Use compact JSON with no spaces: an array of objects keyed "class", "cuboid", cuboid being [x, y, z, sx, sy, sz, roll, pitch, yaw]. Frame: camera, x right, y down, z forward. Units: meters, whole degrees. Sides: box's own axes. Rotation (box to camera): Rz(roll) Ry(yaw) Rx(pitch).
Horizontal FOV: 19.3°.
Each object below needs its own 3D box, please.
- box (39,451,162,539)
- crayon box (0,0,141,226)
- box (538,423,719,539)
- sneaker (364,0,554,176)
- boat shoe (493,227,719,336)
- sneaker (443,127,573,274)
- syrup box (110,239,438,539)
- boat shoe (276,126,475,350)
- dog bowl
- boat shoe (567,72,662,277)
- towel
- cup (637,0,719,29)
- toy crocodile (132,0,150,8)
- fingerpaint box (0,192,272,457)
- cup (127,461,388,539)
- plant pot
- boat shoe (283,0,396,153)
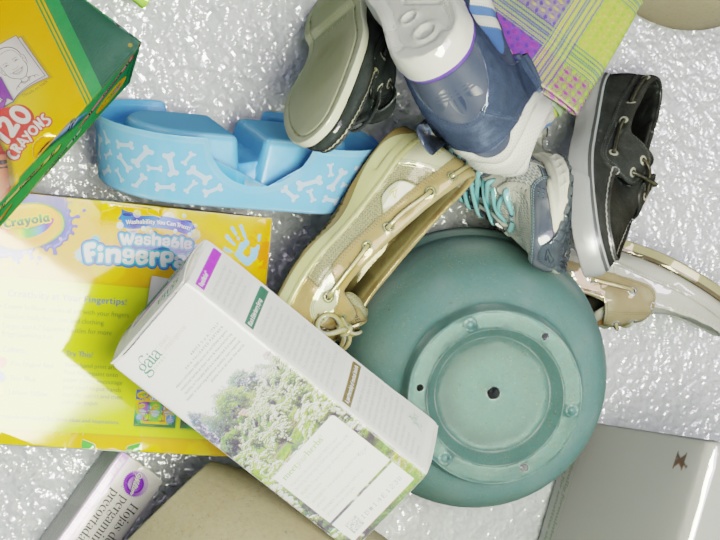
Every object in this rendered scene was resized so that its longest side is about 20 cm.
[{"class":"box","cuboid":[-0.209,0.210,1.418,0.039,0.041,0.200,40,75,-19]},{"class":"crayon box","cuboid":[-0.246,-0.100,1.331,0.119,0.058,0.200,37,65,2]},{"class":"box","cuboid":[0.240,0.229,1.521,0.171,0.200,0.199,20,83,-24]},{"class":"sneaker","cuboid":[0.071,-0.147,1.432,0.081,0.200,0.146,-27,126,16]},{"class":"boat shoe","cuboid":[0.186,0.010,1.569,0.200,0.075,0.068,25,82,-10]},{"class":"sneaker","cuboid":[0.095,-0.059,1.480,0.086,0.200,0.078,-4,123,-8]},{"class":"syrup box","cuboid":[-0.053,0.079,1.351,0.200,0.081,0.079,39,111,-8]},{"class":"boat shoe","cuboid":[0.001,0.000,1.425,0.063,0.073,0.201,31,80,17]},{"class":"dog bowl","cuboid":[-0.087,-0.076,1.435,0.200,0.111,0.050,4,105,-23]},{"class":"boat shoe","cuboid":[0.184,-0.077,1.515,0.200,0.057,0.069,-79,155,-45]},{"class":"towel","cuboid":[0.098,-0.210,1.513,0.200,0.023,0.144,35,58,-3]},{"class":"cup","cuboid":[0.277,-0.286,1.556,0.200,0.143,0.201,0,89,-23]},{"class":"toy crocodile","cuboid":[-0.102,-0.265,1.449,0.068,0.062,0.200,44,75,-17]},{"class":"fingerpaint box","cuboid":[-0.170,0.036,1.416,0.200,0.073,0.167,5,89,-23]},{"class":"cup","cuboid":[-0.086,0.212,1.405,0.143,0.200,0.200,45,73,3]},{"class":"plant pot","cuboid":[0.083,0.076,1.459,0.200,0.134,0.201,-1,97,-6]},{"class":"boat shoe","cuboid":[-0.004,-0.131,1.440,0.074,0.199,0.066,-39,114,22]}]
